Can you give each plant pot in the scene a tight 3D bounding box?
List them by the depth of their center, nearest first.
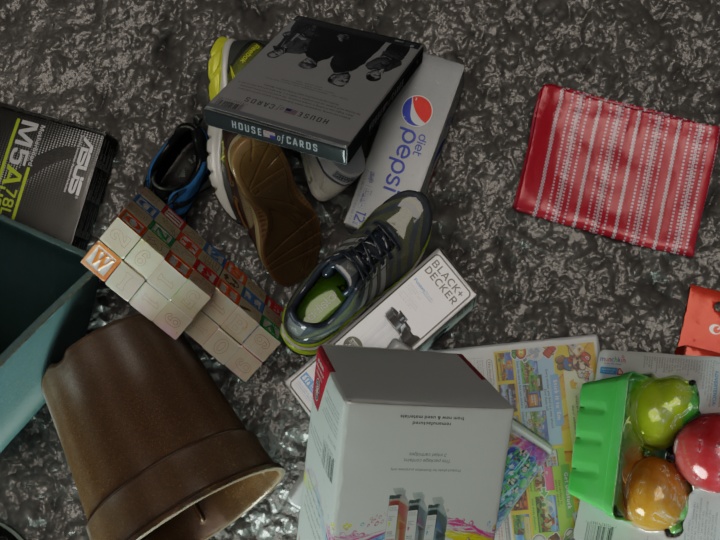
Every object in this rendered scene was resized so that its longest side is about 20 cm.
[{"bbox_3d":[-0.205,0.164,0.905,0.198,0.200,0.200,-32,72,1],"label":"plant pot"},{"bbox_3d":[-0.395,0.080,0.918,0.193,0.197,0.202,23,127,7],"label":"plant pot"}]

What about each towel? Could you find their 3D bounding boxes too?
[{"bbox_3d":[0.269,-0.108,0.969,0.196,0.022,0.147,15,85,8],"label":"towel"}]

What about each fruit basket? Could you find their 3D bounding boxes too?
[{"bbox_3d":[0.294,0.170,0.835,0.197,0.093,0.189,0,75,40],"label":"fruit basket"}]

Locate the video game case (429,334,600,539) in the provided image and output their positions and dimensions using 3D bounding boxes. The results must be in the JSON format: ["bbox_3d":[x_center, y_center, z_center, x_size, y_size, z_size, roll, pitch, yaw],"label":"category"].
[{"bbox_3d":[0.165,0.176,0.940,0.178,0.023,0.204,-6,80,6],"label":"video game case"}]

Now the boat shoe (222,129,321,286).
[{"bbox_3d":[-0.096,-0.071,0.938,0.072,0.202,0.072,-33,46,-11],"label":"boat shoe"}]

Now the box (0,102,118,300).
[{"bbox_3d":[-0.390,-0.079,1.026,0.190,0.048,0.204,16,85,11],"label":"box"}]

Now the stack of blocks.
[{"bbox_3d":[-0.168,0.018,0.913,0.199,0.115,0.059,42,104,-13],"label":"stack of blocks"}]

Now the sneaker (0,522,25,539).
[{"bbox_3d":[-0.367,0.335,0.940,0.070,0.090,0.201,-41,80,-1],"label":"sneaker"}]

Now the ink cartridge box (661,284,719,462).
[{"bbox_3d":[0.363,0.121,0.910,0.107,0.050,0.204,13,84,9],"label":"ink cartridge box"}]

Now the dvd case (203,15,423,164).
[{"bbox_3d":[-0.040,-0.183,0.897,0.148,0.025,0.201,17,45,16],"label":"dvd case"}]

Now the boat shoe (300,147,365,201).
[{"bbox_3d":[-0.049,-0.166,0.988,0.070,0.070,0.203,-40,55,41],"label":"boat shoe"}]

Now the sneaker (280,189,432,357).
[{"bbox_3d":[0.000,0.000,0.886,0.074,0.081,0.201,40,81,6],"label":"sneaker"}]

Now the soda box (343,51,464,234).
[{"bbox_3d":[0.049,-0.126,0.974,0.067,0.063,0.204,19,84,8],"label":"soda box"}]

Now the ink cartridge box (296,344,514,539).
[{"bbox_3d":[0.030,0.185,0.784,0.142,0.145,0.204,5,102,-13],"label":"ink cartridge box"}]

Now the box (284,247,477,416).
[{"bbox_3d":[0.025,0.072,0.922,0.199,0.117,0.060,-41,80,-2],"label":"box"}]

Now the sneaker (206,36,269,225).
[{"bbox_3d":[-0.116,-0.151,0.978,0.083,0.074,0.205,-3,92,12],"label":"sneaker"}]

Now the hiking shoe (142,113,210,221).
[{"bbox_3d":[-0.217,-0.070,0.984,0.073,0.087,0.203,22,84,10],"label":"hiking shoe"}]

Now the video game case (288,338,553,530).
[{"bbox_3d":[0.060,0.193,0.880,0.198,0.024,0.184,34,94,-15],"label":"video game case"}]
